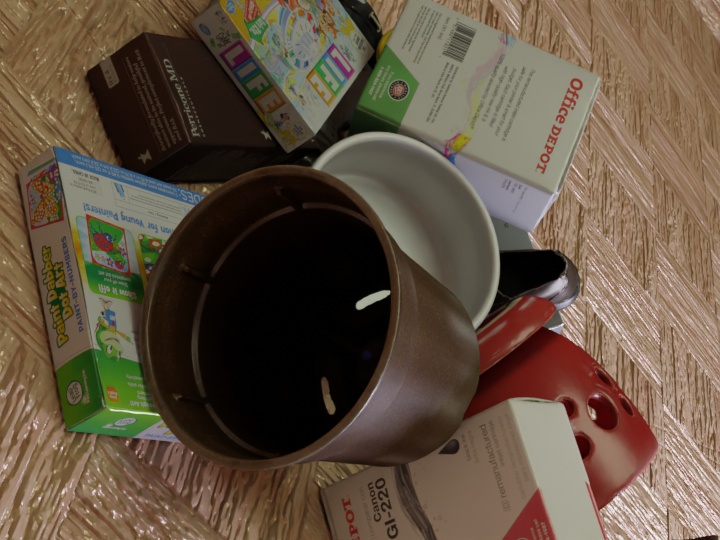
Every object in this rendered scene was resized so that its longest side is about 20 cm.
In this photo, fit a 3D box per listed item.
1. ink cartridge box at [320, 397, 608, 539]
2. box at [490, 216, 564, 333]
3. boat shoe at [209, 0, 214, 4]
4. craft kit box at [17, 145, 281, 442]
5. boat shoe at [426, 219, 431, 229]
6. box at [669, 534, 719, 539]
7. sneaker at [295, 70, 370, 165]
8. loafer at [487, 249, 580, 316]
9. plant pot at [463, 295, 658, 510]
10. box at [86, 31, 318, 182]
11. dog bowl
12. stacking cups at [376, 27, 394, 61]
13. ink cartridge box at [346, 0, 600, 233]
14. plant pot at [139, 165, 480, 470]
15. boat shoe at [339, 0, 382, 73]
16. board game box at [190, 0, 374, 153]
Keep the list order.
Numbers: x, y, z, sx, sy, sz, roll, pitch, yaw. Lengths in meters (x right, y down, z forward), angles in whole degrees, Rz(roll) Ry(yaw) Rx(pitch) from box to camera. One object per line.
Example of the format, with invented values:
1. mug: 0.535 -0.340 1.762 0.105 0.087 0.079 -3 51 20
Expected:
1. ink cartridge box: 0.079 0.203 1.081 0.084 0.199 0.147 11 56 -50
2. box: 0.161 0.013 1.468 0.200 0.041 0.157 85 -14 -76
3. boat shoe: -0.083 -0.259 1.353 0.091 0.071 0.201 48 28 -18
4. craft kit box: -0.148 0.026 1.018 0.199 0.048 0.199 18 48 -54
5. boat shoe: 0.110 -0.083 1.347 0.200 0.056 0.069 -51 132 -26
6. box: 0.209 0.339 1.153 0.166 0.198 0.166 -46 121 -62
7. sneaker: -0.035 -0.143 1.345 0.199 0.073 0.117 17 54 -44
8. loafer: 0.112 0.008 1.328 0.071 0.198 0.074 80 -2 -65
9. plant pot: 0.137 0.140 1.254 0.183 0.200 0.200 53 27 1
10. box: -0.127 -0.133 1.166 0.199 0.075 0.101 -9 73 -60
11. dog bowl: 0.019 -0.014 1.217 0.198 0.079 0.202 12 63 -25
12. stacking cups: 0.050 -0.200 1.468 0.200 0.060 0.061 66 0 -82
13. ink cartridge box: 0.104 -0.146 1.299 0.198 0.084 0.146 24 63 2
14. plant pot: -0.018 0.053 0.986 0.198 0.199 0.202 28 42 -58
15. boat shoe: -0.006 -0.242 1.422 0.074 0.061 0.200 34 5 8
16. board game box: -0.063 -0.204 1.224 0.135 0.034 0.200 53 29 -15
